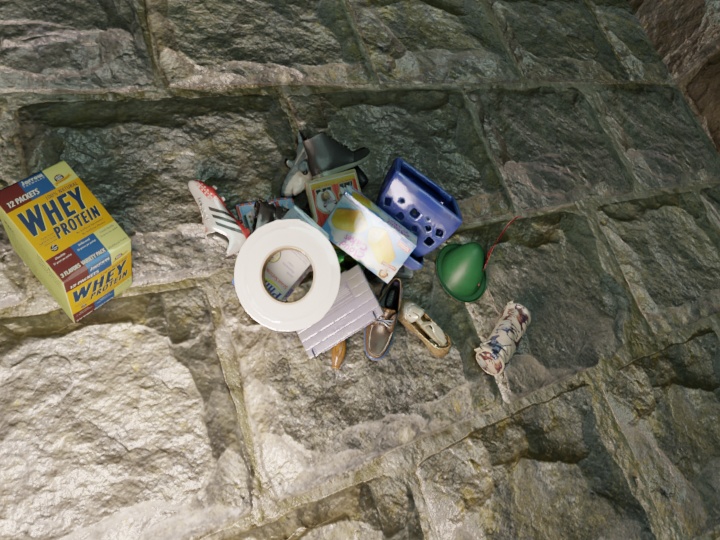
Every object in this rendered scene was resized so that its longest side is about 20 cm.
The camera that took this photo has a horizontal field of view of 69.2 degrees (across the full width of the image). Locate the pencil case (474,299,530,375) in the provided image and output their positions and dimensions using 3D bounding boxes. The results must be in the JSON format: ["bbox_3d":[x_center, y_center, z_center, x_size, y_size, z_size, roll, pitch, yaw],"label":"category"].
[{"bbox_3d":[0.375,0.172,1.365,0.090,0.077,0.200,53,55,-16],"label":"pencil case"}]

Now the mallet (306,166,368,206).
[{"bbox_3d":[-0.057,-0.207,1.373,0.066,0.041,0.200,42,60,6],"label":"mallet"}]

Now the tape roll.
[{"bbox_3d":[-0.135,0.009,0.981,0.196,0.071,0.210,0,88,-5],"label":"tape roll"}]

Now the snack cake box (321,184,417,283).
[{"bbox_3d":[0.019,-0.081,1.179,0.198,0.116,0.067,36,22,-6],"label":"snack cake box"}]

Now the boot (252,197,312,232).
[{"bbox_3d":[-0.169,-0.136,1.246,0.170,0.069,0.205,19,61,-19],"label":"boot"}]

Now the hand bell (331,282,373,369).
[{"bbox_3d":[-0.037,0.126,1.209,0.101,0.104,0.206,16,73,-16],"label":"hand bell"}]

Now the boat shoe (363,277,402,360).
[{"bbox_3d":[0.054,0.108,1.236,0.070,0.073,0.205,14,69,0],"label":"boat shoe"}]

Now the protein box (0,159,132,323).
[{"bbox_3d":[-0.542,-0.048,0.973,0.199,0.200,0.134,48,57,4],"label":"protein box"}]

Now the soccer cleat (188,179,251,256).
[{"bbox_3d":[-0.334,-0.122,1.186,0.201,0.069,0.085,48,61,1],"label":"soccer cleat"}]

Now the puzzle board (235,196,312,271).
[{"bbox_3d":[-0.202,-0.080,1.256,0.147,0.017,0.205,-12,72,-29],"label":"puzzle board"}]

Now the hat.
[{"bbox_3d":[0.310,-0.041,1.376,0.161,0.176,0.205,17,60,-16],"label":"hat"}]

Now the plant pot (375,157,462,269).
[{"bbox_3d":[0.118,-0.133,1.281,0.197,0.182,0.201,33,21,-7],"label":"plant pot"}]

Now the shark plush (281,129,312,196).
[{"bbox_3d":[-0.163,-0.285,1.342,0.081,0.091,0.206,-8,72,14],"label":"shark plush"}]

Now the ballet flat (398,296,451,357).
[{"bbox_3d":[0.153,0.128,1.292,0.199,0.065,0.071,43,58,0],"label":"ballet flat"}]

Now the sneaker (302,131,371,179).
[{"bbox_3d":[-0.055,-0.308,1.325,0.198,0.074,0.109,-31,108,-39],"label":"sneaker"}]

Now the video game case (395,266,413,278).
[{"bbox_3d":[0.043,-0.079,1.364,0.194,0.023,0.188,8,63,-21],"label":"video game case"}]

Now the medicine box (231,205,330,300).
[{"bbox_3d":[-0.162,-0.016,1.106,0.102,0.182,0.201,39,85,-2],"label":"medicine box"}]

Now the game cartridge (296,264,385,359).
[{"bbox_3d":[-0.057,0.091,1.168,0.197,0.038,0.132,-31,74,7],"label":"game cartridge"}]

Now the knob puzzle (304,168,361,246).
[{"bbox_3d":[-0.042,-0.132,1.270,0.216,0.030,0.227,6,82,-46],"label":"knob puzzle"}]

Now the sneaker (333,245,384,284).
[{"bbox_3d":[0.000,0.000,1.249,0.195,0.085,0.080,11,104,-33],"label":"sneaker"}]
